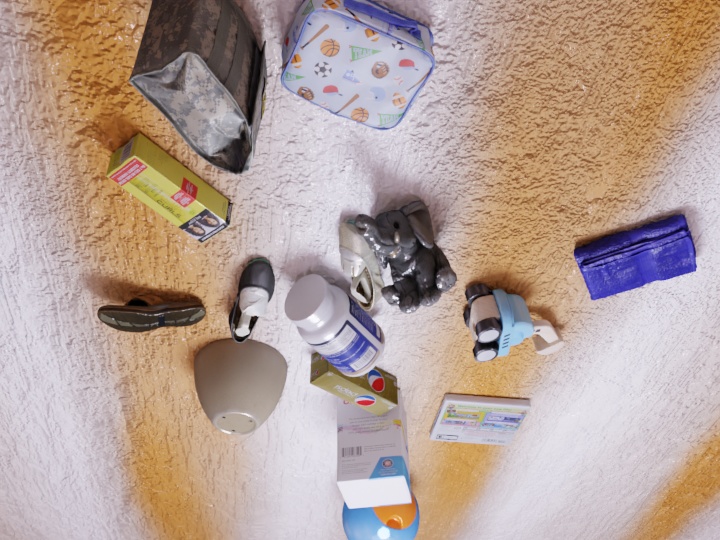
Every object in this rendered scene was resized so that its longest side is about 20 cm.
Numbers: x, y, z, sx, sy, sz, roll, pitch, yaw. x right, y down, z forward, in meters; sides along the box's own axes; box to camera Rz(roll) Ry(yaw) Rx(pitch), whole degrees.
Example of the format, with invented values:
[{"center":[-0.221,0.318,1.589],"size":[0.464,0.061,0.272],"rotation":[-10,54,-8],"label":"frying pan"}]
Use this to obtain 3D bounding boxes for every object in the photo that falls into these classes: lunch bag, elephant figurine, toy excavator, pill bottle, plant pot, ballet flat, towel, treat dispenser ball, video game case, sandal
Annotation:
[{"center":[-0.183,-0.245,1.074],"size":[0.115,0.167,0.200],"rotation":[-15,140,23],"label":"lunch bag"},{"center":[0.068,-0.047,1.363],"size":[0.140,0.155,0.202],"rotation":[-34,110,-11],"label":"elephant figurine"},{"center":[0.297,0.107,1.581],"size":[0.195,0.102,0.196],"rotation":[-9,143,-4],"label":"toy excavator"},{"center":[-0.047,0.100,1.540],"size":[0.114,0.118,0.200],"rotation":[-21,137,24],"label":"pill bottle"},{"center":[-0.248,0.252,1.709],"size":[0.195,0.137,0.203],"rotation":[0,141,0],"label":"plant pot"},{"center":[-0.198,0.066,1.533],"size":[0.066,0.070,0.202],"rotation":[10,139,-13],"label":"ballet flat"},{"center":[0.481,-0.013,1.460],"size":[0.196,0.050,0.148],"rotation":[-18,137,20],"label":"towel"},{"center":[0.051,0.616,2.105],"size":[0.195,0.204,0.203],"rotation":[0,142,0],"label":"treat dispenser ball"},{"center":[0.000,0.000,1.448],"size":[0.066,0.063,0.202],"rotation":[18,151,31],"label":"ballet flat"},{"center":[0.000,-0.281,1.107],"size":[0.196,0.077,0.161],"rotation":[16,136,-19],"label":"lunch bag"},{"center":[0.270,0.342,1.916],"size":[0.195,0.022,0.184],"rotation":[5,141,-6],"label":"video game case"},{"center":[-0.386,0.070,1.556],"size":[0.195,0.056,0.082],"rotation":[-6,149,-17],"label":"sandal"}]

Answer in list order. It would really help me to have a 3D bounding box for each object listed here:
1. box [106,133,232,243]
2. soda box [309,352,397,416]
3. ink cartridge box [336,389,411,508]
[{"center":[-0.295,-0.125,1.312],"size":[0.074,0.051,0.199],"rotation":[-25,135,28],"label":"box"},{"center":[-0.012,0.228,1.735],"size":[0.198,0.069,0.064],"rotation":[30,133,-32],"label":"soda box"},{"center":[0.029,0.387,1.824],"size":[0.143,0.204,0.147],"rotation":[-6,143,7],"label":"ink cartridge box"}]
